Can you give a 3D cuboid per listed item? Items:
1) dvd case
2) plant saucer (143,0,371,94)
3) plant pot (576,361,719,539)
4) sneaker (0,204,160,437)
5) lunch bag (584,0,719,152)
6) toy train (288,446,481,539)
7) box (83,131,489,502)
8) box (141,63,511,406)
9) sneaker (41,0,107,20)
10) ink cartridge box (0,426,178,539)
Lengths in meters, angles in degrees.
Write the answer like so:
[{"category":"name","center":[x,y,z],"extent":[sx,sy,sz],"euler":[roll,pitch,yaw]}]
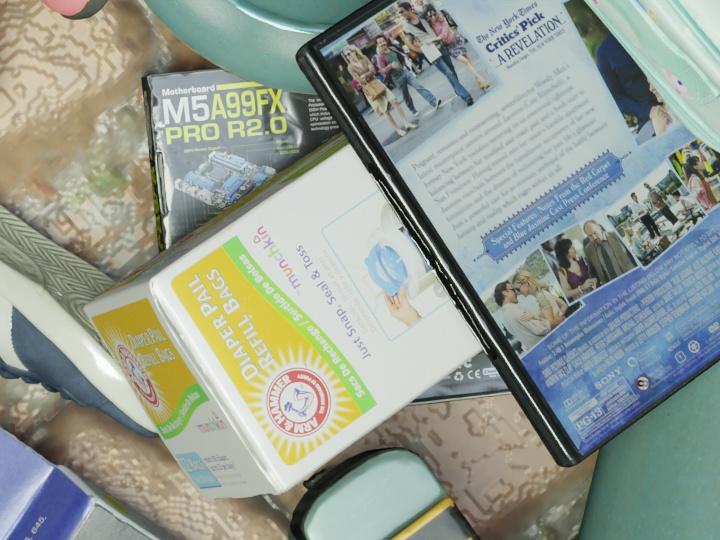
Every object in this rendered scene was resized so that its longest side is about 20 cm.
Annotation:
[{"category":"dvd case","center":[0.083,-0.041,1.156],"extent":[0.142,0.018,0.201],"euler":[-34,92,-19]},{"category":"plant saucer","center":[-0.015,-0.179,1.269],"extent":[0.199,0.027,0.201],"euler":[1,80,-6]},{"category":"plant pot","center":[0.186,0.089,1.257],"extent":[0.199,0.200,0.197],"euler":[10,83,-7]},{"category":"sneaker","center":[-0.167,0.024,1.257],"extent":[0.200,0.075,0.085],"euler":[38,107,9]},{"category":"lunch bag","center":[0.150,-0.153,1.146],"extent":[0.160,0.077,0.200],"euler":[-42,93,-13]},{"category":"toy train","center":[0.018,0.132,1.227],"extent":[0.085,0.200,0.114],"euler":[-34,90,-6]},{"category":"box","center":[0.000,0.000,1.193],"extent":[0.200,0.112,0.102],"euler":[-35,96,-21]},{"category":"box","center":[0.007,-0.019,1.294],"extent":[0.199,0.044,0.161],"euler":[-6,93,-7]},{"category":"sneaker","center":[-0.159,-0.204,1.238],"extent":[0.086,0.074,0.201],"euler":[-11,86,-38]},{"category":"ink cartridge box","center":[-0.143,0.198,1.262],"extent":[0.200,0.047,0.198],"euler":[35,89,-25]}]
